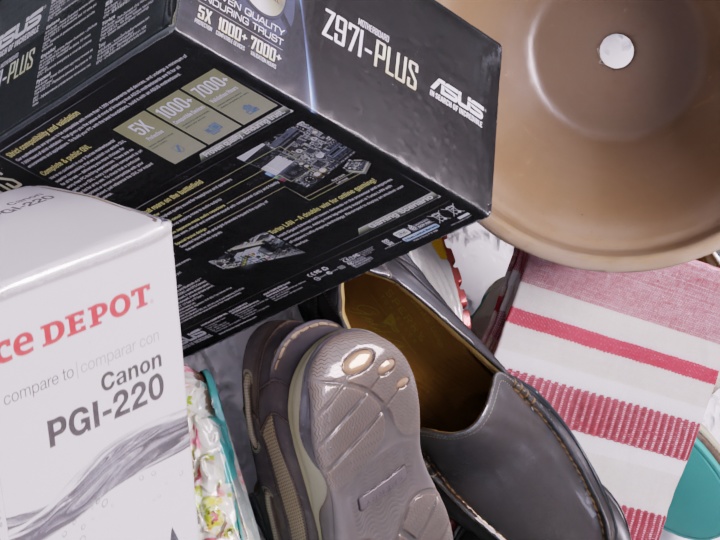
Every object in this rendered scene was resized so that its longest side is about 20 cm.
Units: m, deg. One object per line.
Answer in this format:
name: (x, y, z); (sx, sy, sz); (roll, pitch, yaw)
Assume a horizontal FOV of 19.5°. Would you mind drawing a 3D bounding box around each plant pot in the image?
plant pot: (0.121, -0.102, 0.975); (0.093, 0.200, 0.201); (-35, 105, -81)

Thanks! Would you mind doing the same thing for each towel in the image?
towel: (0.107, 0.080, 1.040); (0.144, 0.023, 0.201); (17, 94, -32)

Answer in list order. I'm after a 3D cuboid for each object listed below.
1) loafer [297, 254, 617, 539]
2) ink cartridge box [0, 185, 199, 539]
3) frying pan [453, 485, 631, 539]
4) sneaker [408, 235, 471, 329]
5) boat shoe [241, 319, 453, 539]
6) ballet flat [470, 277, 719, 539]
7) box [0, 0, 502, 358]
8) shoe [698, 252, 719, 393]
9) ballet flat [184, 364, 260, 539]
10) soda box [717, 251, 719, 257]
loafer: (0.043, 0.067, 0.941); (0.073, 0.072, 0.200); (-44, 97, 2)
ink cartridge box: (-0.139, 0.084, 0.786); (0.145, 0.085, 0.201); (-24, 117, -43)
frying pan: (0.102, 0.186, 1.039); (0.115, 0.031, 0.190); (-28, 113, -20)
sneaker: (0.000, 0.000, 1.006); (0.082, 0.078, 0.201); (-10, 89, -16)
boat shoe: (-0.009, 0.102, 0.935); (0.074, 0.073, 0.201); (-27, 127, -32)
ballet flat: (0.131, 0.069, 1.104); (0.200, 0.069, 0.070); (38, 55, -27)
box: (-0.069, -0.057, 0.856); (0.164, 0.200, 0.086); (27, 54, -33)
shoe: (0.166, -0.020, 1.163); (0.200, 0.053, 0.070); (55, 48, -15)
ballet flat: (-0.066, 0.139, 0.908); (0.064, 0.076, 0.201); (-19, 86, -13)
soda box: (0.248, -0.096, 1.252); (0.063, 0.068, 0.201); (11, 71, -40)
